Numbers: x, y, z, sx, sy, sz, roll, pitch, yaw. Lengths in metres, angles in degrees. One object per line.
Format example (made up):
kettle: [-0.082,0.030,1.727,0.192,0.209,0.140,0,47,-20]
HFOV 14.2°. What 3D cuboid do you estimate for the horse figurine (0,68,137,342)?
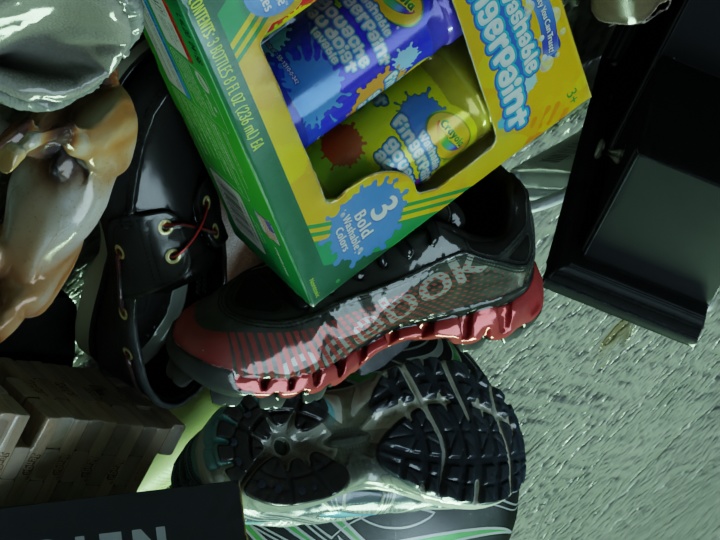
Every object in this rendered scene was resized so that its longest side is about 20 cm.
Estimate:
horse figurine: [-0.142,-0.032,1.249,0.132,0.050,0.201,-38,155,-54]

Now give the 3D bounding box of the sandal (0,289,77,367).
sandal: [-0.166,0.086,1.433,0.075,0.045,0.200,-34,156,-31]

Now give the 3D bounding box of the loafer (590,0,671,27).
loafer: [0.140,-0.161,1.439,0.073,0.071,0.200,-12,177,9]

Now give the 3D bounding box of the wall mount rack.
wall mount rack: [0.168,-0.040,1.668,0.200,0.173,0.075,-29,114,-36]

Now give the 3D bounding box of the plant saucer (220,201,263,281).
plant saucer: [-0.029,-0.032,1.487,0.200,0.037,0.201,-38,157,-19]

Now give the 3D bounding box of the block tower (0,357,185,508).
block tower: [-0.171,0.075,1.338,0.199,0.054,0.058,8,116,-52]

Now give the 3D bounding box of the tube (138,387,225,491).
tube: [-0.116,0.098,1.512,0.058,0.052,0.200,15,136,-37]

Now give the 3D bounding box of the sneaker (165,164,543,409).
sneaker: [0.000,0.000,1.340,0.199,0.071,0.098,-15,133,-26]

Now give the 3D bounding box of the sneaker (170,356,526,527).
sneaker: [-0.007,0.092,1.470,0.199,0.078,0.086,2,161,-34]

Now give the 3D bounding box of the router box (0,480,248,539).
router box: [-0.157,0.150,1.379,0.199,0.053,0.157,-6,166,-9]

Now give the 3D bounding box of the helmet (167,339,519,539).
helmet: [-0.011,0.112,1.597,0.200,0.200,0.191,-53,175,20]

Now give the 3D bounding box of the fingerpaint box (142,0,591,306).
fingerpaint box: [-0.001,-0.110,1.251,0.167,0.073,0.200,-37,138,-14]

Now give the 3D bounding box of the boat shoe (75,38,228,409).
boat shoe: [-0.090,-0.022,1.340,0.074,0.063,0.202,-32,146,-36]

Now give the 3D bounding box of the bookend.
bookend: [0.187,-0.104,1.546,0.199,0.092,0.201,114,-4,-46]

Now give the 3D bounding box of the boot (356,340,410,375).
boot: [0.035,-0.065,1.413,0.164,0.066,0.201,-26,130,-20]

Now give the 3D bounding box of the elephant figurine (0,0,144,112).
elephant figurine: [-0.137,-0.126,1.030,0.200,0.155,0.142,-40,-156,16]
